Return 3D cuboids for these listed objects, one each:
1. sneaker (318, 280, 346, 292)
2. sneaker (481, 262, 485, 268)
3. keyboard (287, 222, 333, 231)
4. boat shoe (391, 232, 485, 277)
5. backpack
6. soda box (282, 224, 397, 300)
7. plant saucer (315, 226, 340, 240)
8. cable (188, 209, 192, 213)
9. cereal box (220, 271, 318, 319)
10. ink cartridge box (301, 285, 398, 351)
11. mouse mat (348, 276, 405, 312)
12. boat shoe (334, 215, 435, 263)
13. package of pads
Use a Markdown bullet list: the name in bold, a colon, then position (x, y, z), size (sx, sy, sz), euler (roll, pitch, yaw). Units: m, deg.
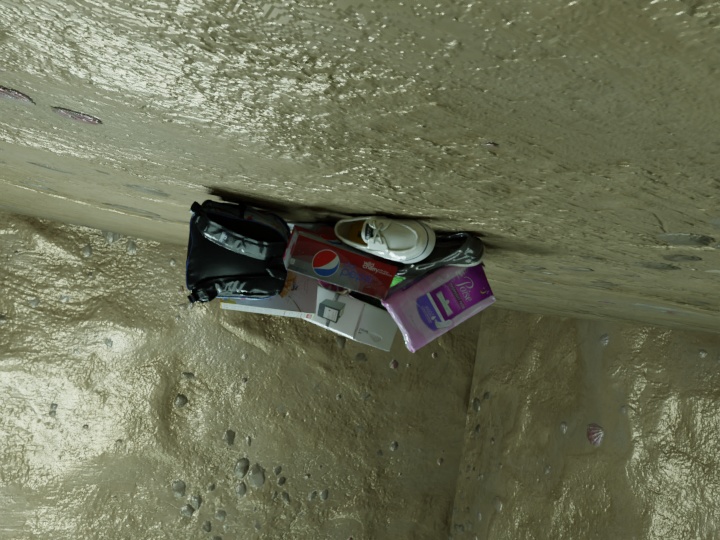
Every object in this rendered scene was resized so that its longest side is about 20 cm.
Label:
- **sneaker**: position (-0.048, 0.000, 1.372), size (0.087, 0.075, 0.198), euler (18, -158, 41)
- **sneaker**: position (0.159, 0.005, 1.151), size (0.196, 0.085, 0.081), euler (-4, -164, 4)
- **keyboard**: position (-0.123, -0.094, 1.204), size (0.198, 0.011, 0.056), euler (6, 174, 45)
- **boat shoe**: position (0.126, -0.034, 0.992), size (0.197, 0.068, 0.057), euler (-10, 147, 38)
- **backpack**: position (-0.223, -0.035, 1.052), size (0.187, 0.203, 0.155), euler (13, -152, -2)
- **soda box**: position (-0.037, -0.014, 1.002), size (0.197, 0.071, 0.063), euler (18, -166, -20)
- **plant saucer**: position (-0.014, -0.058, 1.144), size (0.196, 0.038, 0.200), euler (4, 177, -8)
- **cable**: position (-0.271, -0.083, 1.267), size (0.196, 0.071, 0.200), euler (11, 176, 19)
- **cereal box**: position (-0.186, 0.018, 1.163), size (0.196, 0.147, 0.040), euler (7, 154, -11)
- **ink cartridge box**: position (-0.029, 0.106, 1.273), size (0.198, 0.085, 0.145), euler (17, 174, 41)
- **mouse mat**: position (0.072, 0.052, 1.161), size (0.158, 0.008, 0.200), euler (22, 154, -11)
- **boat shoe**: position (0.033, -0.059, 0.923), size (0.069, 0.072, 0.198), euler (10, -176, -44)
- **package of pads**: position (0.147, 0.052, 1.047), size (0.198, 0.122, 0.076), euler (-31, -161, 2)
